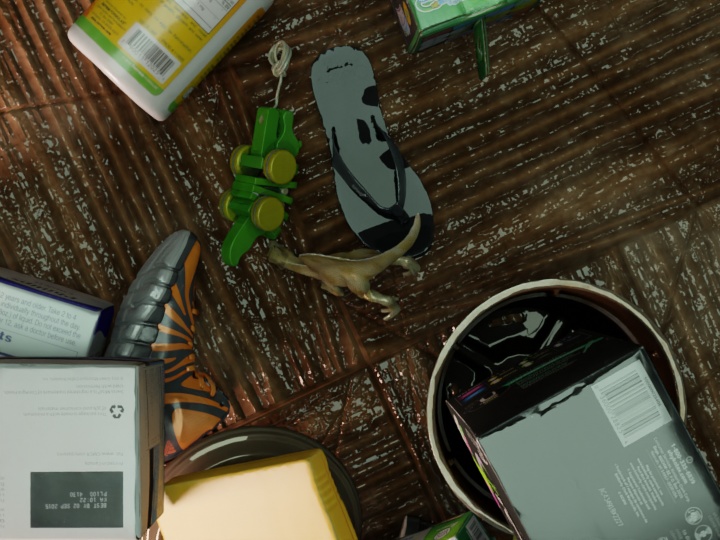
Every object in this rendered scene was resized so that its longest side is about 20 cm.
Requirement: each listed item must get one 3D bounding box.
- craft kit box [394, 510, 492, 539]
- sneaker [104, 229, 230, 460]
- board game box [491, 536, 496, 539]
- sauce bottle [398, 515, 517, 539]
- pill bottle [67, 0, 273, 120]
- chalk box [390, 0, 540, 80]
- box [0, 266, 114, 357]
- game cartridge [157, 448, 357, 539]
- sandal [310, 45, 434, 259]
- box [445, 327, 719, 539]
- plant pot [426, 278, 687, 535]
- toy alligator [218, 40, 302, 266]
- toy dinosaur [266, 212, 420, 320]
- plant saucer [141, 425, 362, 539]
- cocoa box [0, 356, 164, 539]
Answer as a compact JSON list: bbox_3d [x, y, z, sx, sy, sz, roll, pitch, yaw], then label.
[{"bbox_3d":[0.059,0.310,1.086,0.197,0.049,0.200,-28,98,36],"label":"craft kit box"},{"bbox_3d":[-0.159,0.071,1.180,0.112,0.078,0.201,26,77,-22],"label":"sneaker"},{"bbox_3d":[0.073,0.343,1.165,0.152,0.045,0.201,-16,102,14],"label":"board game box"},{"bbox_3d":[0.132,0.256,1.189,0.199,0.066,0.066,16,91,-1],"label":"sauce bottle"},{"bbox_3d":[-0.143,-0.235,1.147,0.111,0.111,0.200,43,90,-2],"label":"pill bottle"},{"bbox_3d":[0.083,-0.263,1.147,0.124,0.125,0.201,-22,93,-1],"label":"chalk box"},{"bbox_3d":[-0.328,0.098,1.153,0.183,0.105,0.201,18,91,-2],"label":"box"},{"bbox_3d":[-0.069,0.250,1.084,0.176,0.032,0.201,-15,98,33],"label":"game cartridge"},{"bbox_3d":[0.005,-0.100,1.187,0.076,0.043,0.201,-24,92,-1],"label":"sandal"},{"bbox_3d":[0.151,0.134,0.921,0.124,0.200,0.149,-28,91,-2],"label":"box"},{"bbox_3d":[0.146,0.103,1.119,0.199,0.198,0.201,0,92,-2],"label":"plant pot"},{"bbox_3d":[-0.075,-0.098,1.184,0.054,0.059,0.201,16,89,-44],"label":"toy alligator"},{"bbox_3d":[0.000,0.000,1.142,0.101,0.200,0.058,24,70,-40],"label":"toy dinosaur"},{"bbox_3d":[-0.093,0.232,1.171,0.199,0.029,0.201,-4,107,-13],"label":"plant saucer"},{"bbox_3d":[-0.256,0.133,1.035,0.199,0.131,0.134,0,89,1],"label":"cocoa box"}]
